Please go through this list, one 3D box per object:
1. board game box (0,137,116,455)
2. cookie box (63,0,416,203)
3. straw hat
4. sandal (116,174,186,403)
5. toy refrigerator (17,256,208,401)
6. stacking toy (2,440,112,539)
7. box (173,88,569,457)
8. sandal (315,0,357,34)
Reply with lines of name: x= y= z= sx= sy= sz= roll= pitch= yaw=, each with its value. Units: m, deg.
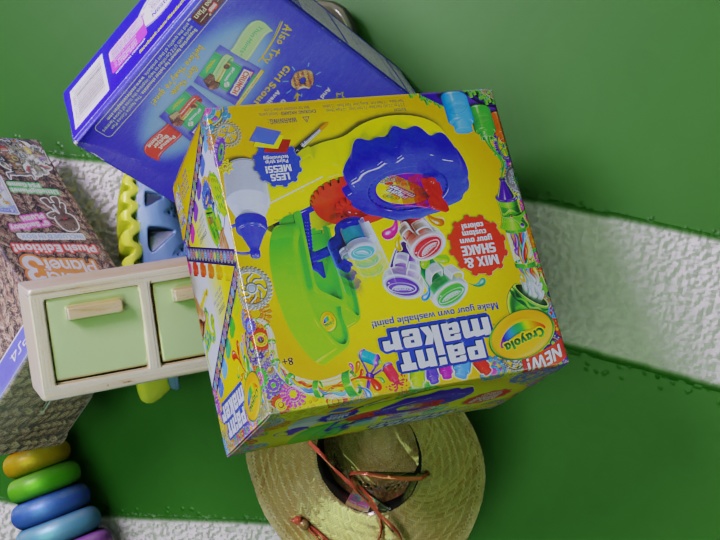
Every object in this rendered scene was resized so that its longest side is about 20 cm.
board game box: x=-0.286 y=0.019 z=0.933 sx=0.201 sy=0.096 sz=0.160 roll=53 pitch=122 yaw=24
cookie box: x=-0.080 y=-0.119 z=0.841 sx=0.171 sy=0.199 sz=0.075 roll=-44 pitch=39 yaw=17
straw hat: x=0.011 y=0.134 z=0.901 sx=0.199 sy=0.085 sz=0.203 roll=7 pitch=112 yaw=16
sandal: x=-0.152 y=0.002 z=0.951 sx=0.086 sy=0.079 sz=0.202 roll=-8 pitch=91 yaw=-13
toy refrigerator: x=-0.130 y=0.032 z=0.818 sx=0.198 sy=0.070 sz=0.077 roll=-9 pitch=97 yaw=-21
stacking toy: x=-0.276 y=0.179 z=1.011 sx=0.085 sy=0.085 sz=0.202 roll=-23 pitch=85 yaw=19
box: x=0.000 y=0.000 z=0.762 sx=0.198 sy=0.122 sz=0.194 roll=-8 pitch=73 yaw=-22
sandal: x=-0.093 y=-0.146 z=0.908 sx=0.199 sy=0.057 sz=0.081 roll=-19 pitch=92 yaw=15
